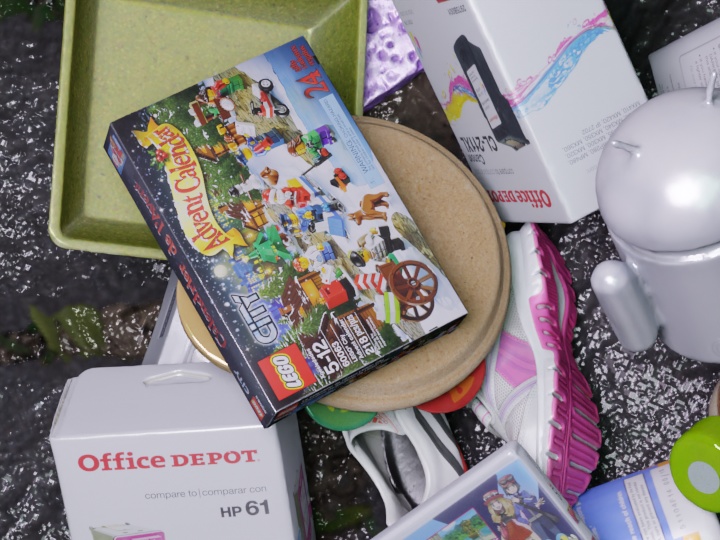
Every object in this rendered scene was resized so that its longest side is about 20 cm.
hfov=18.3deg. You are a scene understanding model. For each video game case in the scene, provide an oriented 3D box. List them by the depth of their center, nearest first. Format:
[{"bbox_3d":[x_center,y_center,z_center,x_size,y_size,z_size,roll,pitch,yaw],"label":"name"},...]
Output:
[{"bbox_3d":[0.072,0.227,1.355,0.200,0.023,0.182,-37,96,20],"label":"video game case"}]

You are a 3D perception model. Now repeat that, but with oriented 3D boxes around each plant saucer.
[{"bbox_3d":[-0.099,-0.097,1.419,0.199,0.048,0.201,7,77,-19],"label":"plant saucer"}]

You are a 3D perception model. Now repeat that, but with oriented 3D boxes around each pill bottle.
[{"bbox_3d":[0.135,0.200,1.411,0.199,0.112,0.113,-20,85,6],"label":"pill bottle"}]

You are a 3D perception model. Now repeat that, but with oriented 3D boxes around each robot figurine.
[{"bbox_3d":[0.205,-0.026,1.295,0.170,0.200,0.113,-43,43,-14],"label":"robot figurine"}]

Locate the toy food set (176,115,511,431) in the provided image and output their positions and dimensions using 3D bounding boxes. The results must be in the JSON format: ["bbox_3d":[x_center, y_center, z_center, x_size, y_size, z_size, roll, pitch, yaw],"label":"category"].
[{"bbox_3d":[0.000,0.000,1.376,0.197,0.049,0.200,28,66,-2],"label":"toy food set"}]

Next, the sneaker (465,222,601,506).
[{"bbox_3d":[0.096,0.069,1.426,0.088,0.081,0.201,-18,54,19],"label":"sneaker"}]

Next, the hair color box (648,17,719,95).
[{"bbox_3d":[0.266,-0.118,1.367,0.060,0.200,0.099,-10,82,-29],"label":"hair color box"}]

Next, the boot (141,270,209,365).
[{"bbox_3d":[-0.078,0.025,1.476,0.095,0.074,0.201,22,83,-16],"label":"boot"}]

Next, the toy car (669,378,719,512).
[{"bbox_3d":[0.314,0.085,1.323,0.158,0.164,0.200,51,138,6],"label":"toy car"}]

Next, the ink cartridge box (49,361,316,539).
[{"bbox_3d":[-0.106,0.164,1.415,0.144,0.085,0.201,-5,115,7],"label":"ink cartridge box"}]

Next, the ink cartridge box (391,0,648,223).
[{"bbox_3d":[0.099,-0.133,1.386,0.083,0.146,0.201,-27,98,-13],"label":"ink cartridge box"}]

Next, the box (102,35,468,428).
[{"bbox_3d":[-0.045,-0.025,1.327,0.136,0.038,0.200,-27,78,-21],"label":"box"}]

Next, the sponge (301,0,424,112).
[{"bbox_3d":[0.050,-0.204,1.482,0.200,0.030,0.112,-34,84,5],"label":"sponge"}]

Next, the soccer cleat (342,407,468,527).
[{"bbox_3d":[0.013,0.074,1.440,0.068,0.085,0.201,-21,87,28],"label":"soccer cleat"}]
